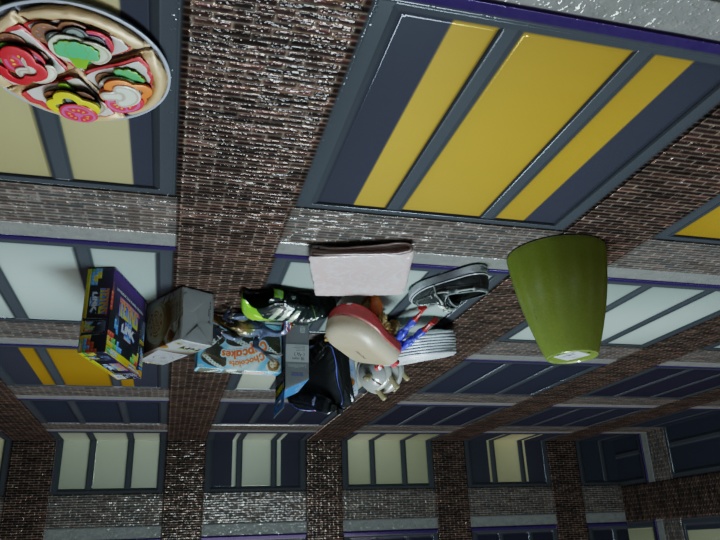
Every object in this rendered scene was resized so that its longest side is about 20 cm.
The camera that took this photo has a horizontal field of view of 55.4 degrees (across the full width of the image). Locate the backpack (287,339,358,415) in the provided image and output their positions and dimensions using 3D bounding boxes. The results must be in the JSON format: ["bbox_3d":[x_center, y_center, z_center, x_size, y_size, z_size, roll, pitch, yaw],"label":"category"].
[{"bbox_3d":[-0.108,0.277,1.796,0.189,0.202,0.154,-11,170,29],"label":"backpack"}]

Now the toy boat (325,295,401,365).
[{"bbox_3d":[0.013,0.114,1.452,0.129,0.132,0.200,3,157,26],"label":"toy boat"}]

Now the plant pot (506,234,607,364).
[{"bbox_3d":[0.375,0.064,1.271,0.185,0.202,0.187,-2,158,-1],"label":"plant pot"}]

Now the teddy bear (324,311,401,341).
[{"bbox_3d":[0.002,0.129,1.593,0.198,0.067,0.145,1,164,-28],"label":"teddy bear"}]

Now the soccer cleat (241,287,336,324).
[{"bbox_3d":[-0.149,0.069,1.418,0.198,0.068,0.081,-2,145,0],"label":"soccer cleat"}]

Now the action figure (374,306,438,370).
[{"bbox_3d":[0.081,0.169,1.553,0.099,0.065,0.200,-18,151,-55],"label":"action figure"}]

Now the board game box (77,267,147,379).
[{"bbox_3d":[-0.477,0.109,1.339,0.056,0.167,0.200,-1,158,1],"label":"board game box"}]

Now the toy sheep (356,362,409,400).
[{"bbox_3d":[0.052,0.265,1.806,0.137,0.139,0.200,-10,179,18],"label":"toy sheep"}]

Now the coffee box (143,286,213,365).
[{"bbox_3d":[-0.398,0.121,1.448,0.079,0.115,0.199,18,150,-42],"label":"coffee box"}]

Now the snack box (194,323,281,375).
[{"bbox_3d":[-0.284,0.181,1.603,0.198,0.117,0.037,7,156,-22],"label":"snack box"}]

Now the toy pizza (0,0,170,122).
[{"bbox_3d":[-0.308,-0.213,0.743,0.198,0.032,0.200,-2,158,-1],"label":"toy pizza"}]

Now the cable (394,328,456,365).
[{"bbox_3d":[0.138,0.189,1.687,0.198,0.070,0.200,-7,170,-4],"label":"cable"}]

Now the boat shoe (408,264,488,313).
[{"bbox_3d":[0.178,0.050,1.391,0.198,0.069,0.073,-20,152,37],"label":"boat shoe"}]

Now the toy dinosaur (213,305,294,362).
[{"bbox_3d":[-0.245,0.118,1.560,0.199,0.106,0.181,28,-169,32],"label":"toy dinosaur"}]

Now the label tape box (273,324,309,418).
[{"bbox_3d":[-0.167,0.246,1.662,0.063,0.202,0.144,5,158,-15],"label":"label tape box"}]

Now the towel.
[{"bbox_3d":[0.000,0.000,1.301,0.189,0.033,0.200,-1,157,-2],"label":"towel"}]
